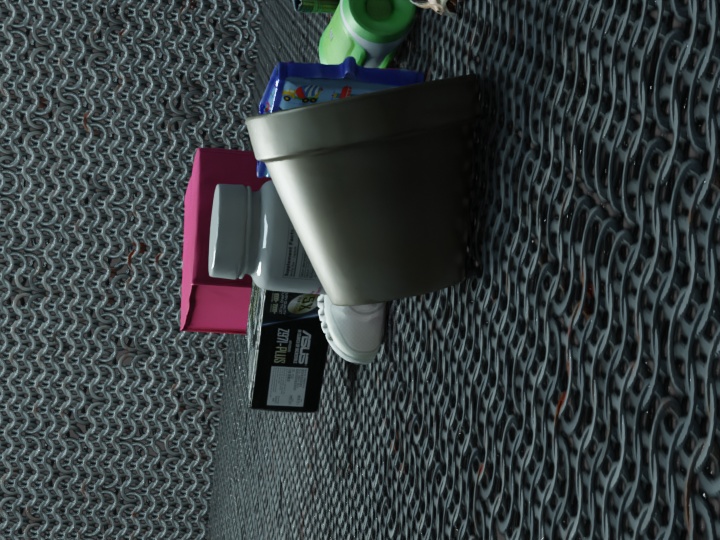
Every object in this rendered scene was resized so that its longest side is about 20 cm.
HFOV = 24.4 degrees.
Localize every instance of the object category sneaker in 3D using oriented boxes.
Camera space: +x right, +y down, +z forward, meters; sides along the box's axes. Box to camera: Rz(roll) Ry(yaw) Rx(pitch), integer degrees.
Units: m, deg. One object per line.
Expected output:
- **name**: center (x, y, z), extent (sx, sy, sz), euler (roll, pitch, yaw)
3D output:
- **sneaker**: center (0.000, 0.000, 1.794), extent (0.081, 0.075, 0.201), euler (144, 129, -63)

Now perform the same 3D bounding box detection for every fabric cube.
- **fabric cube**: center (-0.142, -0.033, 2.299), extent (0.200, 0.196, 0.200), euler (118, 153, -67)

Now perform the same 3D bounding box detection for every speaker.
- **speaker**: center (0.006, -0.263, 1.831), extent (0.200, 0.088, 0.089), euler (135, 139, -76)

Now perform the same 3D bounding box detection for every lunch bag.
- **lunch bag**: center (-0.023, -0.173, 1.749), extent (0.200, 0.150, 0.094), euler (115, 158, -66)

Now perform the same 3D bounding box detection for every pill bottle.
- **pill bottle**: center (-0.051, -0.033, 1.695), extent (0.113, 0.199, 0.114), euler (-175, 90, -81)

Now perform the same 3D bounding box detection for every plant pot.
- **plant pot**: center (0.015, -0.066, 1.417), extent (0.200, 0.199, 0.174), euler (-160, 59, -81)

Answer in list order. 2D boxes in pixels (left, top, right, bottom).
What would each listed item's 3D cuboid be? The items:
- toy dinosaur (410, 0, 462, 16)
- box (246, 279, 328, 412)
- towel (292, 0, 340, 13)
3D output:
- **toy dinosaur**: center (0.044, -0.343, 1.528), extent (0.136, 0.086, 0.201), euler (131, 131, -56)
- **box**: center (-0.085, 0.043, 2.001), extent (0.164, 0.086, 0.200), euler (-99, 15, -55)
- **towel**: center (-0.034, -0.364, 1.893), extent (0.200, 0.022, 0.147), euler (-16, -85, -62)
